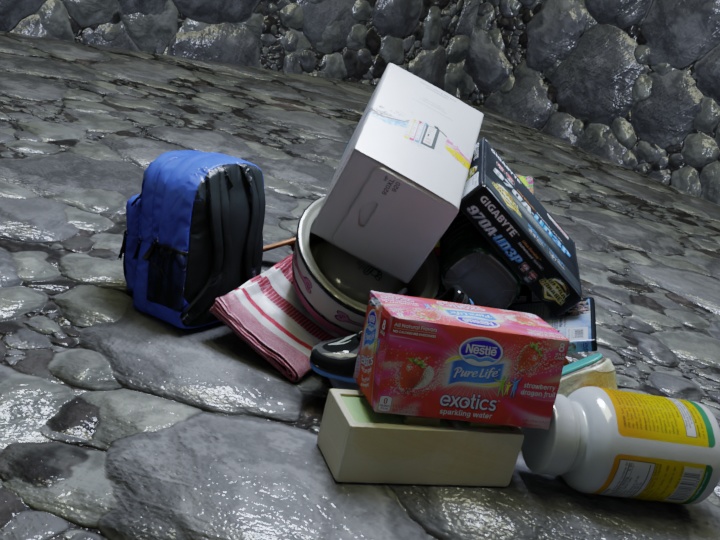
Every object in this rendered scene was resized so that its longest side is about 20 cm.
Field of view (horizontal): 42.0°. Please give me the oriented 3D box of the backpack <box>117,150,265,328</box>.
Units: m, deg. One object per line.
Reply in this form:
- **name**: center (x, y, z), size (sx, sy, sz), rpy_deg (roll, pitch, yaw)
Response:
- **backpack**: center (-0.216, -0.052, 1.185), size (0.165, 0.204, 0.162), rpy_deg (18, 19, 24)

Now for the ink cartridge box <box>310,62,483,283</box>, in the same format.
- **ink cartridge box**: center (0.048, -0.122, 1.167), size (0.143, 0.148, 0.202), rpy_deg (27, 44, -6)

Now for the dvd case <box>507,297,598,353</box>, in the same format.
- **dvd case**: center (0.195, 0.073, 1.176), size (0.196, 0.018, 0.143), rpy_deg (-6, 17, 15)

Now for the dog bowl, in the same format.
- **dog bowl**: center (0.000, 0.000, 1.193), size (0.197, 0.074, 0.203), rpy_deg (16, 45, -17)

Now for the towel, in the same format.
- **towel**: center (-0.076, 0.049, 1.178), size (0.143, 0.023, 0.199), rpy_deg (38, 36, 14)

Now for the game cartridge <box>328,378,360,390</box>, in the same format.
- **game cartridge**: center (0.064, 0.108, 1.086), size (0.197, 0.042, 0.133), rpy_deg (-19, 24, -10)

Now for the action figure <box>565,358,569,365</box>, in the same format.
- **action figure**: center (0.193, 0.122, 1.220), size (0.196, 0.107, 0.193), rpy_deg (-5, 9, 10)

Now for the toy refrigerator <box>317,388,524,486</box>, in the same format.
- **toy refrigerator**: center (0.063, 0.171, 0.970), size (0.196, 0.071, 0.076), rpy_deg (8, 19, -22)

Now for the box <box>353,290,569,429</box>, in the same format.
- **box**: center (0.101, 0.092, 0.966), size (0.196, 0.102, 0.095), rpy_deg (9, 11, -16)

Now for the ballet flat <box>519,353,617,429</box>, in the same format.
- **ballet flat**: center (0.202, 0.154, 1.087), size (0.197, 0.063, 0.067), rpy_deg (-19, 2, 15)

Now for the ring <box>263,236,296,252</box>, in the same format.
- **ring**: center (-0.123, -0.030, 1.349), size (0.197, 0.020, 0.200), rpy_deg (-16, 5, 1)

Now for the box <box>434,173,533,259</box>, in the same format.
- **box**: center (0.142, -0.060, 1.450), size (0.196, 0.193, 0.124), rpy_deg (10, 57, -10)

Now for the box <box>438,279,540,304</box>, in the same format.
- **box**: center (0.195, 0.028, 1.332), size (0.196, 0.044, 0.160), rpy_deg (1, 8, 11)

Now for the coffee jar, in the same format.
- **coffee jar**: center (0.151, -0.037, 1.238), size (0.104, 0.085, 0.201), rpy_deg (41, 26, -25)

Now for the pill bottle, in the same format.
- **pill bottle**: center (0.280, 0.188, 1.018), size (0.196, 0.115, 0.113), rpy_deg (9, 19, -15)

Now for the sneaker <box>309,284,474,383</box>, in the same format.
- **sneaker**: center (0.034, 0.065, 1.051), size (0.196, 0.084, 0.071), rpy_deg (-18, 28, -3)

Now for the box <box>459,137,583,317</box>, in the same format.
- **box**: center (0.202, -0.057, 1.195), size (0.200, 0.046, 0.160), rpy_deg (46, 25, -15)
